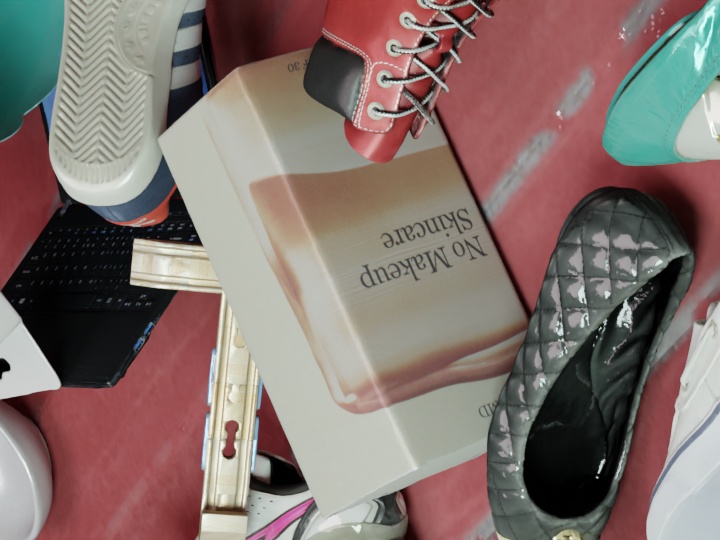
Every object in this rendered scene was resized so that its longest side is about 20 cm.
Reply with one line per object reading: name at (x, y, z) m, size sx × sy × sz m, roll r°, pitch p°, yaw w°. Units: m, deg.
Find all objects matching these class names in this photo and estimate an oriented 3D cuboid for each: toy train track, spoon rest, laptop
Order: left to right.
spoon rest at (-0.243, 0.078, 1.452) m, size 0.099 × 0.060 × 0.201 m, roll -9°, pitch 96°, yaw 52°
laptop at (-0.161, -0.045, 1.265) m, size 0.177 × 0.200 × 0.103 m, roll -2°, pitch 140°, yaw 52°
toy train track at (-0.059, 0.045, 1.154) m, size 0.033 × 0.114 × 0.201 m, roll -121°, pitch 36°, yaw -76°

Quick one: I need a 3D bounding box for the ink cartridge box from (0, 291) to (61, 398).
ink cartridge box at (-0.257, 0.008, 1.203) m, size 0.116 × 0.068 × 0.200 m, roll -11°, pitch 120°, yaw 52°

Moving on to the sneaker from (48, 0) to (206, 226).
sneaker at (-0.107, -0.115, 1.171) m, size 0.075 × 0.085 × 0.201 m, roll 6°, pitch 70°, yaw 17°

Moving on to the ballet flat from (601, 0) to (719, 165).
ballet flat at (0.158, -0.085, 0.884) m, size 0.071 × 0.067 × 0.200 m, roll 63°, pitch 141°, yaw 26°

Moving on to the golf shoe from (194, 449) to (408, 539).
golf shoe at (-0.047, 0.142, 1.234) m, size 0.200 × 0.072 × 0.092 m, roll -21°, pitch 79°, yaw 43°

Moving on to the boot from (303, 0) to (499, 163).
boot at (0.047, -0.112, 0.977) m, size 0.200 × 0.072 × 0.145 m, roll 12°, pitch 93°, yaw 56°

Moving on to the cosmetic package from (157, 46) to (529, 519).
cosmetic package at (0.000, 0.000, 1.088) m, size 0.087 × 0.103 × 0.200 m, roll -34°, pitch 79°, yaw 52°

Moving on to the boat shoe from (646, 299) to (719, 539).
boat shoe at (0.163, 0.043, 0.944) m, size 0.070 × 0.071 × 0.200 m, roll -105°, pitch 23°, yaw -44°

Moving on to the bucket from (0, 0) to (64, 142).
bucket at (-0.269, -0.147, 1.278) m, size 0.135 × 0.207 × 0.208 m, roll -17°, pitch 91°, yaw 52°

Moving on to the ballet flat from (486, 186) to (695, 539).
ballet flat at (0.098, 0.058, 1.014) m, size 0.057 × 0.066 × 0.201 m, roll -129°, pitch 41°, yaw -50°
